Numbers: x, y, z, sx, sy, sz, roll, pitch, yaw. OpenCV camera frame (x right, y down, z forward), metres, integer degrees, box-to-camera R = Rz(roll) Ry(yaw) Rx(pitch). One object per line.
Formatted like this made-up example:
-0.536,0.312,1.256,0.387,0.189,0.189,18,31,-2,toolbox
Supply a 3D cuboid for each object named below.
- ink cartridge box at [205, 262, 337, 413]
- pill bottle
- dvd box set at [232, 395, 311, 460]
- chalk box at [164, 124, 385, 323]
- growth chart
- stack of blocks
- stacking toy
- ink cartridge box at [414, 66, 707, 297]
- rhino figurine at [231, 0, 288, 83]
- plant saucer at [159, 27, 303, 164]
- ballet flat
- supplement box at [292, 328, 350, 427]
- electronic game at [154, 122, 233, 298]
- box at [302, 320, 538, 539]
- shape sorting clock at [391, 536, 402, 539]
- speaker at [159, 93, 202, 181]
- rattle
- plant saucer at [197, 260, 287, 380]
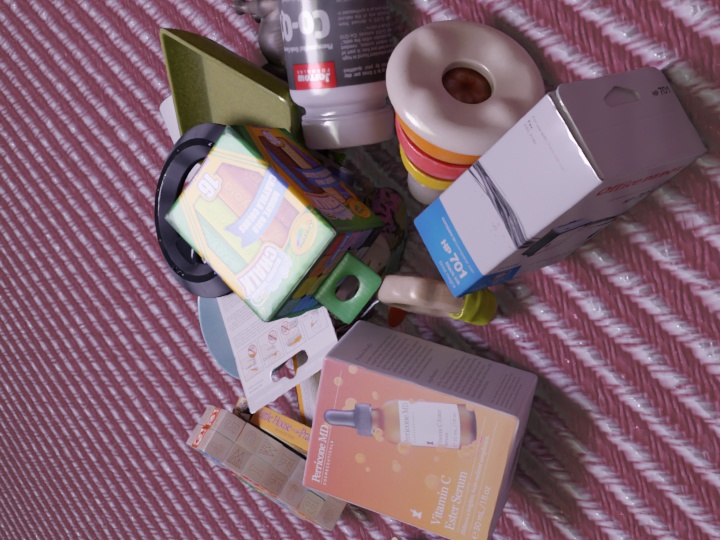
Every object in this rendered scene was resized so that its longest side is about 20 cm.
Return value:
-0.089,0.037,1.164,0.161,0.050,0.201,-35,67,35,ink cartridge box
-0.023,-0.231,1.055,0.113,0.113,0.202,10,112,49,pill bottle
-0.053,0.223,1.276,0.199,0.030,0.146,16,159,47,dvd box set
-0.069,-0.034,1.029,0.200,0.124,0.125,44,111,15,chalk box
-0.053,-0.104,1.226,0.200,0.018,0.146,43,134,33,growth chart
-0.120,0.249,1.311,0.199,0.059,0.115,36,163,-18,stack of blocks
0.081,-0.122,0.981,0.147,0.145,0.200,55,156,21,stacking toy
0.161,-0.070,0.860,0.200,0.146,0.086,-42,70,51,ink cartridge box
-0.096,-0.294,1.166,0.087,0.060,0.202,8,111,32,rhino figurine
-0.134,-0.173,1.190,0.199,0.048,0.201,33,149,24,plant saucer
0.000,0.000,1.153,0.069,0.071,0.201,32,132,12,ballet flat
0.008,0.137,1.200,0.199,0.073,0.127,14,115,50,supplement box
-0.175,-0.069,1.192,0.199,0.041,0.202,2,93,43,electronic game
0.059,0.162,1.039,0.198,0.106,0.154,16,112,15,box
0.048,0.418,1.217,0.200,0.039,0.202,-178,90,-82,shape sorting clock
-0.186,-0.134,1.330,0.081,0.081,0.201,-34,77,52,speaker
0.069,-0.011,1.071,0.200,0.129,0.144,175,90,-79,rattle
-0.120,0.032,1.246,0.200,0.039,0.203,-3,85,42,plant saucer
